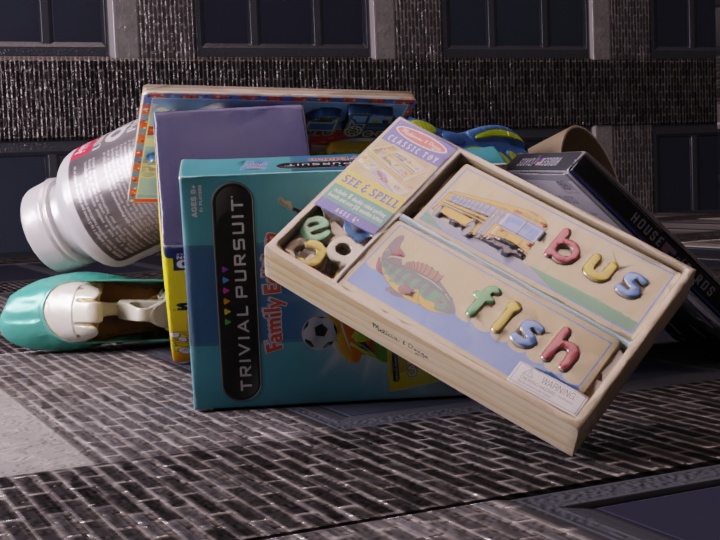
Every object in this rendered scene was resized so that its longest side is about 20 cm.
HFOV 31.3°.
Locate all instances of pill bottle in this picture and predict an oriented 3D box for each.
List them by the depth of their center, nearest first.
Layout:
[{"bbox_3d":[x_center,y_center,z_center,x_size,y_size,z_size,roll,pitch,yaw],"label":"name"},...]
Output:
[{"bbox_3d":[-0.189,-0.069,1.103,0.199,0.112,0.111,-22,-3,21],"label":"pill bottle"}]

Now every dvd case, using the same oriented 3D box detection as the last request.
[{"bbox_3d":[0.200,-0.012,0.939,0.025,0.200,0.150,-48,11,-4],"label":"dvd case"}]

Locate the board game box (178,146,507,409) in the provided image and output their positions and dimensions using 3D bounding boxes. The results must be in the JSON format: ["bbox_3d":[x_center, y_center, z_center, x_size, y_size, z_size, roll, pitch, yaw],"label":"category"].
[{"bbox_3d":[-0.010,0.005,0.806,0.198,0.152,0.047,-3,18,-5],"label":"board game box"}]

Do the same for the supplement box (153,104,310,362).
[{"bbox_3d":[-0.094,-0.022,0.957,0.108,0.110,0.200,-4,-25,-8],"label":"supplement box"}]

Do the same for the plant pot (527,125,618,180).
[{"bbox_3d":[0.210,-0.064,1.625,0.199,0.189,0.187,-16,-4,34],"label":"plant pot"}]

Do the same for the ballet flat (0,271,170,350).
[{"bbox_3d":[-0.211,0.033,1.109,0.198,0.068,0.070,-2,-4,-17],"label":"ballet flat"}]

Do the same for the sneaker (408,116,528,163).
[{"bbox_3d":[0.062,-0.086,1.122,0.198,0.071,0.083,-1,-34,-38],"label":"sneaker"}]

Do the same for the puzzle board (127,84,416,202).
[{"bbox_3d":[-0.071,-0.088,0.972,0.198,0.018,0.151,0,-28,-15],"label":"puzzle board"}]

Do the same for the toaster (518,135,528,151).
[{"bbox_3d":[0.118,-0.064,1.519,0.118,0.183,0.199,-9,7,-37],"label":"toaster"}]

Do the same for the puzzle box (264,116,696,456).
[{"bbox_3d":[0.065,0.000,0.697,0.199,0.026,0.133,29,54,21],"label":"puzzle box"}]
